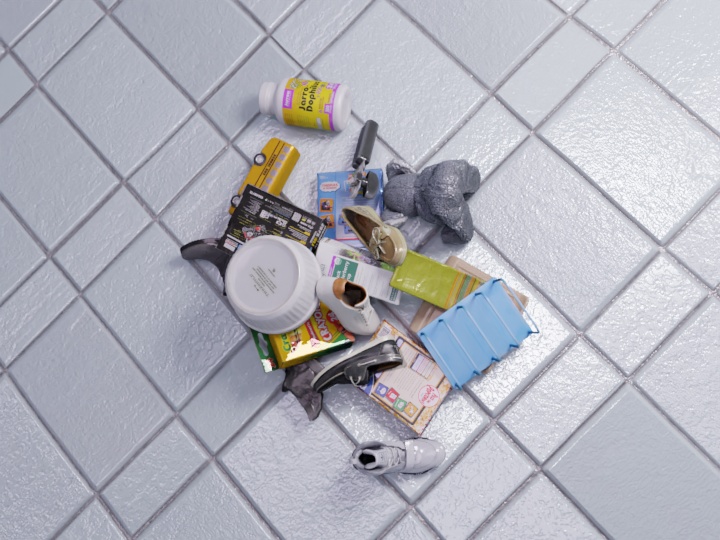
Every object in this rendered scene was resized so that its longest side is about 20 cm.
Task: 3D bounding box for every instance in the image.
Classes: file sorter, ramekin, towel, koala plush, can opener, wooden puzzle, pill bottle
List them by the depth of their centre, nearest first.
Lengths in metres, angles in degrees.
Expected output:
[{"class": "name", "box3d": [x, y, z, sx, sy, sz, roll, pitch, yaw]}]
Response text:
[{"class": "file sorter", "box3d": [0.231, 0.123, 1.535, 0.199, 0.123, 0.140, -35, 86, -1]}, {"class": "ramekin", "box3d": [-0.181, 0.022, 1.575, 0.199, 0.094, 0.205, -3, 75, 12]}, {"class": "towel", "box3d": [0.163, 0.029, 1.602, 0.198, 0.018, 0.087, 22, 82, -9]}, {"class": "wooden puzzle", "box3d": [0.228, 0.092, 1.643, 0.199, 0.037, 0.186, 30, 86, 19]}, {"class": "koala plush", "box3d": [0.133, -0.160, 1.649, 0.197, 0.183, 0.180, 6, 82, 25]}, {"class": "can opener", "box3d": [0.012, -0.239, 1.714, 0.066, 0.053, 0.202, 19, 60, -18]}, {"class": "pill bottle", "box3d": [-0.126, -0.378, 1.764, 0.197, 0.104, 0.106, 9, 80, 12]}]

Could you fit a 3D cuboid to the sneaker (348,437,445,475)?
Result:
[{"class": "sneaker", "box3d": [0.072, 0.377, 1.569, 0.197, 0.115, 0.076, -6, 78, 9]}]

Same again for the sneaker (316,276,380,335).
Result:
[{"class": "sneaker", "box3d": [-0.004, 0.079, 1.600, 0.084, 0.200, 0.074, -2, 61, 38]}]

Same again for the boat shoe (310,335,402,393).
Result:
[{"class": "boat shoe", "box3d": [-0.009, 0.204, 1.593, 0.198, 0.072, 0.068, -27, 69, 3]}]

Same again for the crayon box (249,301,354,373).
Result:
[{"class": "crayon box", "box3d": [-0.125, 0.126, 1.640, 0.198, 0.051, 0.128, -16, 70, -22]}]

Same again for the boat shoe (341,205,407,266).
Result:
[{"class": "boat shoe", "box3d": [0.026, -0.072, 1.614, 0.200, 0.062, 0.074, 44, 119, 47]}]

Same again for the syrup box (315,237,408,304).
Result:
[{"class": "syrup box", "box3d": [0.000, 0.000, 1.652, 0.197, 0.081, 0.080, 17, 102, 3]}]

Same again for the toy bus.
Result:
[{"class": "toy bus", "box3d": [-0.218, -0.198, 1.765, 0.078, 0.065, 0.202, 26, 84, 12]}]

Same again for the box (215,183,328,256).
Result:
[{"class": "box", "box3d": [-0.190, -0.075, 1.675, 0.198, 0.049, 0.161, 25, 88, 16]}]

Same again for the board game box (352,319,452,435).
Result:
[{"class": "board game box", "box3d": [0.088, 0.223, 1.633, 0.199, 0.046, 0.152, 35, 87, 15]}]

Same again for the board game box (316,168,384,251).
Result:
[{"class": "board game box", "box3d": [-0.021, -0.121, 1.727, 0.149, 0.037, 0.203, -3, 79, 9]}]

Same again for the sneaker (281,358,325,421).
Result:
[{"class": "sneaker", "box3d": [-0.141, 0.218, 1.668, 0.199, 0.060, 0.104, 40, 83, 12]}]

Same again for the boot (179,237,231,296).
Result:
[{"class": "boot", "box3d": [-0.309, -0.005, 1.743, 0.197, 0.070, 0.134, -8, 83, 13]}]
